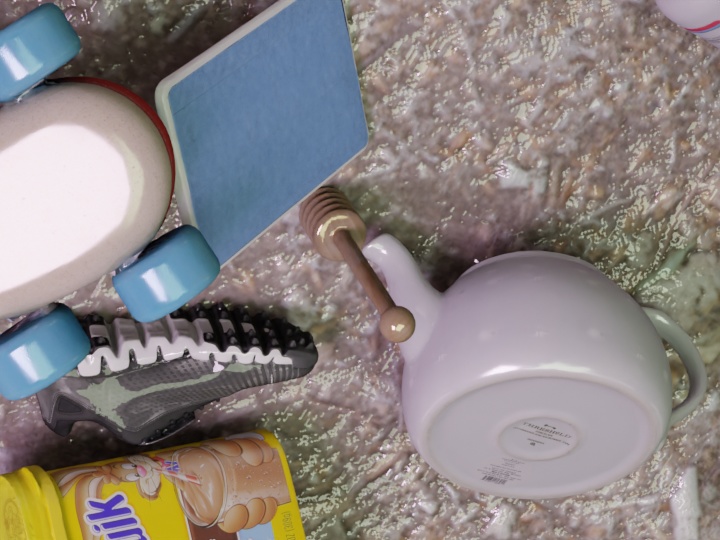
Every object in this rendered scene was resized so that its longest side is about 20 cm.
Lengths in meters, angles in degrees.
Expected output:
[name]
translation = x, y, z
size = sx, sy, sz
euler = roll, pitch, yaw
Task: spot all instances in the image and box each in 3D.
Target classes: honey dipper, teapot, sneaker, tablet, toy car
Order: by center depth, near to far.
[toy car]
translation = -0.187, -0.055, 1.288
size = 0.176, 0.200, 0.185
euler = -30, 101, 9
[tablet]
translation = -0.058, -0.096, 1.335
size = 0.200, 0.014, 0.131
euler = -42, 129, -46
[honey dipper]
translation = 0.000, 0.000, 1.362
size = 0.038, 0.200, 0.038
euler = -6, 116, -13
[sneaker]
translation = -0.128, 0.075, 1.436
size = 0.199, 0.067, 0.091
euler = -2, 116, -12
[teapot]
translation = 0.123, 0.055, 1.462
size = 0.196, 0.147, 0.200
euler = -12, 141, 17

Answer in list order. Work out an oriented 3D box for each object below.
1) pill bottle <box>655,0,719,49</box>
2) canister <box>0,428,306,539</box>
[pill bottle]
translation = 0.262, -0.192, 1.387
size = 0.199, 0.109, 0.109
euler = 26, 104, -24
[canister]
translation = -0.139, 0.191, 1.419
size = 0.199, 0.086, 0.150
euler = -9, 81, -31
